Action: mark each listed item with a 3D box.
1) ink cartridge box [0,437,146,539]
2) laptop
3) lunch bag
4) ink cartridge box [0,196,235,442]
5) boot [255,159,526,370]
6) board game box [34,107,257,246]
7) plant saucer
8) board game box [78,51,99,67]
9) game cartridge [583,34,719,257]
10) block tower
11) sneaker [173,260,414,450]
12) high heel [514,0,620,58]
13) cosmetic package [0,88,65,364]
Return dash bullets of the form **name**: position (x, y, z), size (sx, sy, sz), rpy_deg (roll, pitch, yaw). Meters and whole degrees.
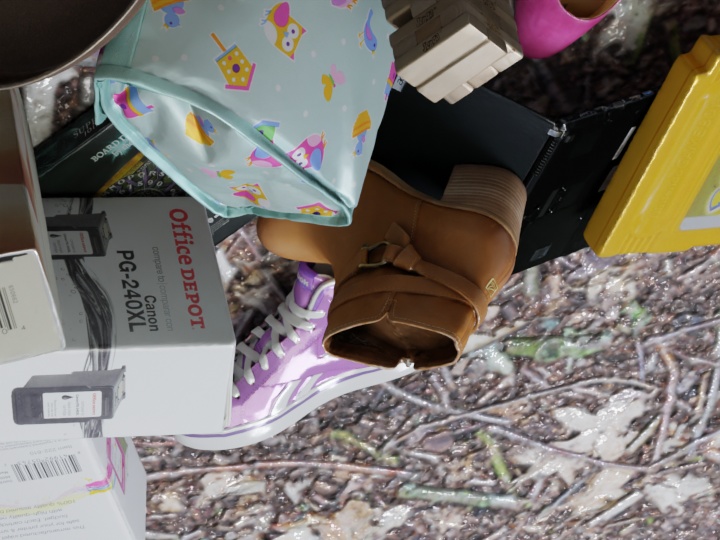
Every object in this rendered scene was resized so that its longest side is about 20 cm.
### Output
- **ink cartridge box**: position (-0.238, 0.128, 1.622), size (0.144, 0.085, 0.200), rpy_deg (-8, 139, 6)
- **laptop**: position (0.093, -0.081, 1.574), size (0.199, 0.103, 0.178), rpy_deg (-20, 153, -34)
- **lunch bag**: position (-0.070, -0.139, 1.344), size (0.122, 0.171, 0.200), rpy_deg (5, 160, 36)
- **ink cartridge box**: position (-0.185, 0.028, 1.476), size (0.199, 0.146, 0.084), rpy_deg (-2, 132, -14)
- **boot**: position (0.000, 0.000, 1.503), size (0.199, 0.155, 0.074), rpy_deg (-7, 129, 29)
- **board game box**: position (-0.166, -0.036, 1.543), size (0.200, 0.028, 0.135), rpy_deg (-34, 133, 17)
- **plant saucer**: position (-0.172, -0.185, 1.282), size (0.200, 0.201, 0.032), rpy_deg (-32, 147, 15)
- **board game box**: position (-0.213, -0.173, 1.389), size (0.199, 0.023, 0.105), rpy_deg (2, 120, -19)
- **game cartridge**: position (0.263, -0.085, 1.588), size (0.199, 0.032, 0.177), rpy_deg (-7, 138, -35)
- **block tower**: position (0.041, -0.183, 1.342), size (0.058, 0.201, 0.054), rpy_deg (-32, 136, 26)
- **sneaker**: position (-0.052, 0.041, 1.629), size (0.200, 0.073, 0.115), rpy_deg (-25, 134, -4)
- **high heel**: position (0.162, -0.184, 1.448), size (0.067, 0.096, 0.200), rpy_deg (20, 126, -32)
- **cosmetic package**: position (-0.240, -0.040, 1.395), size (0.103, 0.200, 0.087), rpy_deg (-14, 135, -5)
